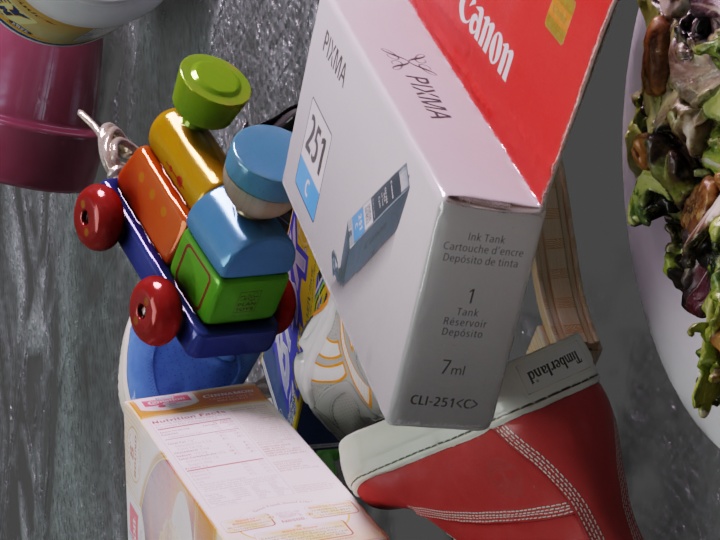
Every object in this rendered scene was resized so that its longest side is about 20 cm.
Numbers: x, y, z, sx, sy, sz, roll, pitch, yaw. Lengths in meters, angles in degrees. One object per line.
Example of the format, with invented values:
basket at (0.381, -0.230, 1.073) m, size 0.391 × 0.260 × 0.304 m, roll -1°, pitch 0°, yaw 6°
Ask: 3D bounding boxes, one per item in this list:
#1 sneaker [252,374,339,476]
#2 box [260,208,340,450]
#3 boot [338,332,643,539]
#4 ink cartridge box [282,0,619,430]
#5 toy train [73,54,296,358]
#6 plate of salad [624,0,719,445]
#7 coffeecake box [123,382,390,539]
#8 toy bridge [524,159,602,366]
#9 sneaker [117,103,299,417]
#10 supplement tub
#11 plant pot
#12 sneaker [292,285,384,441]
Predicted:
sneaker at (-0.056, 0.109, 1.215) m, size 0.200 × 0.083 × 0.077 m, roll -94°, pitch 21°, yaw -65°
box at (0.000, 0.000, 1.093) m, size 0.070 × 0.064 × 0.201 m, roll -110°, pitch 24°, yaw -43°
boot at (0.061, 0.116, 0.889) m, size 0.145 × 0.072 × 0.200 m, roll 67°, pitch 158°, yaw 4°
ink cartridge box at (0.025, -0.066, 0.826) m, size 0.200 × 0.044 × 0.177 m, roll -116°, pitch 36°, yaw -58°
toy train at (-0.092, -0.061, 1.095) m, size 0.200 × 0.084 × 0.116 m, roll 55°, pitch 134°, yaw 36°
plate of salad at (0.121, -0.034, 0.716) m, size 0.200 × 0.048 × 0.202 m, roll 176°, pitch 90°, yaw -73°
coffeecake box at (-0.052, 0.161, 1.019) m, size 0.200 × 0.072 × 0.155 m, roll -140°, pitch 46°, yaw -64°
toy bridge at (0.065, -0.038, 0.943) m, size 0.067 × 0.027 × 0.201 m, roll 107°, pitch 152°, yaw -46°
sneaker at (-0.064, -0.004, 1.175) m, size 0.201 × 0.076 × 0.111 m, roll -61°, pitch 5°, yaw -26°
supplement tub at (-0.198, -0.239, 1.535) m, size 0.200 × 0.143 × 0.146 m, roll 178°, pitch 89°, yaw -72°
plant pot at (-0.294, -0.179, 1.801) m, size 0.200 × 0.199 × 0.180 m, roll -137°, pitch 62°, yaw -65°
sneaker at (0.018, 0.044, 1.013) m, size 0.201 × 0.075 × 0.092 m, roll 89°, pitch 156°, yaw -53°
